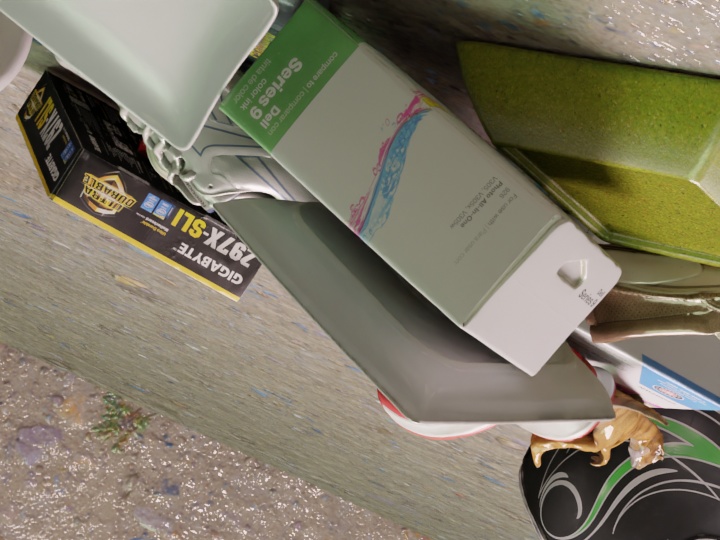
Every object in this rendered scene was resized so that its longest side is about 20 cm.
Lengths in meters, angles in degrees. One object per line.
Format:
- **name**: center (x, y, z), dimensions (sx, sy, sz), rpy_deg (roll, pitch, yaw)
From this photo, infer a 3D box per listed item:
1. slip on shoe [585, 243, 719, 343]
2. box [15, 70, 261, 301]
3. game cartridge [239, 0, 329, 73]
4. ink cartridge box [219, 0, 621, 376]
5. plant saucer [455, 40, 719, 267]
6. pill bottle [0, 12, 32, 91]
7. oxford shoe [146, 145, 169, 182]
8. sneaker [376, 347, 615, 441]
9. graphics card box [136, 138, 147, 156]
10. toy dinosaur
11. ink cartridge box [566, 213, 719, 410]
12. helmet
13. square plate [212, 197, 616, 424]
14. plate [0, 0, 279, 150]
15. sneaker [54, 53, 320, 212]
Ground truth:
- **slip on shoe**: center (0.229, 0.022, 1.524), dimensions (0.199, 0.061, 0.076), rpy_deg (5, -176, 16)
- **box**: center (-0.161, -0.064, 1.857), dimensions (0.159, 0.049, 0.200), rpy_deg (31, -170, -23)
- **game cartridge**: center (-0.085, -0.160, 1.497), dimensions (0.133, 0.041, 0.200), rpy_deg (20, 169, -4)
- **ink cartridge box**: center (0.037, -0.045, 1.428), dimensions (0.200, 0.088, 0.145), rpy_deg (41, -176, 23)
- **plant saucer**: center (0.169, -0.053, 1.445), dimensions (0.200, 0.048, 0.200), rpy_deg (14, 165, 40)
- **pill bottle**: center (-0.293, -0.154, 1.725), dimensions (0.114, 0.115, 0.200), rpy_deg (27, 168, -15)
- **oxford shoe**: center (-0.037, -0.073, 1.626), dimensions (0.199, 0.075, 0.058), rpy_deg (4, 172, -8)
- **sneaker**: center (0.066, 0.052, 1.689), dimensions (0.200, 0.078, 0.116), rpy_deg (-4, 140, 44)
- **graphics card box**: center (-0.060, -0.080, 1.761), dimensions (0.125, 0.051, 0.200), rpy_deg (29, 168, -21)
- **toy dinosaur**: center (0.163, 0.095, 1.720), dimensions (0.106, 0.061, 0.200), rpy_deg (-6, 168, 12)
- **ink cartridge box**: center (0.160, 0.029, 1.735), dimensions (0.144, 0.085, 0.200), rpy_deg (28, 169, -20)
- **helmet**: center (0.234, 0.155, 1.889), dimensions (0.200, 0.191, 0.200), rpy_deg (46, -160, -22)
- **square plate**: center (0.038, 0.018, 1.503), dimensions (0.200, 0.028, 0.198), rpy_deg (4, -144, -51)
- **plate**: center (-0.142, -0.171, 1.400), dimensions (0.200, 0.032, 0.200), rpy_deg (38, 153, -2)
- **sneaker**: center (-0.097, -0.088, 1.542), dimensions (0.200, 0.087, 0.074), rpy_deg (27, 170, -13)
